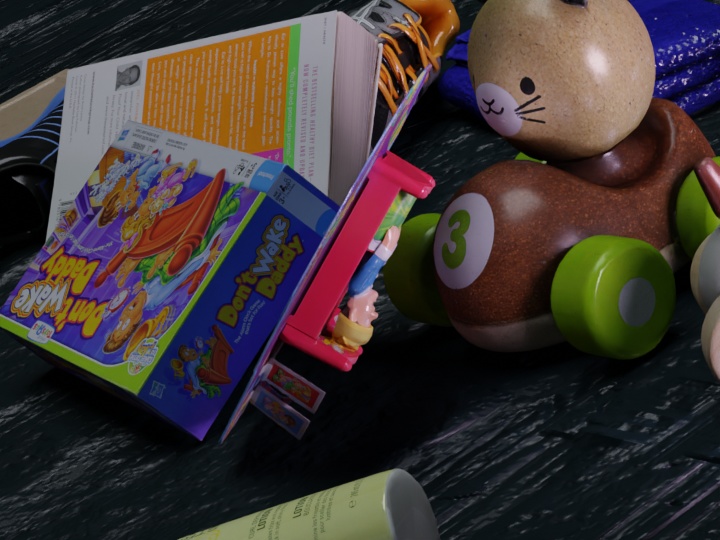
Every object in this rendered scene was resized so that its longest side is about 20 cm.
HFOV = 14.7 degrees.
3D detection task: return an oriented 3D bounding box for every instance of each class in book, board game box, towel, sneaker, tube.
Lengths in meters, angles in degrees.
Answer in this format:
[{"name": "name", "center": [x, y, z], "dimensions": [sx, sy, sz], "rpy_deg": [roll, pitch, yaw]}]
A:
[{"name": "book", "center": [-0.088, -0.062, 1.573], "dimensions": [0.199, 0.048, 0.134], "rpy_deg": [-7, 67, 33]}, {"name": "board game box", "center": [-0.102, 0.000, 1.433], "dimensions": [0.135, 0.045, 0.200], "rpy_deg": [-57, 28, -8]}, {"name": "towel", "center": [0.137, -0.125, 1.594], "dimensions": [0.147, 0.050, 0.200], "rpy_deg": [-27, 20, -12]}, {"name": "sneaker", "center": [-0.187, -0.065, 1.758], "dimensions": [0.200, 0.070, 0.078], "rpy_deg": [-31, 35, -24]}, {"name": "tube", "center": [-0.065, 0.131, 1.146], "dimensions": [0.199, 0.052, 0.058], "rpy_deg": [-19, -21, 22]}, {"name": "sneaker", "center": [0.008, -0.120, 1.654], "dimensions": [0.077, 0.078, 0.200], "rpy_deg": [-25, 18, 20]}, {"name": "board game box", "center": [0.000, 0.000, 1.285], "dimensions": [0.158, 0.039, 0.200], "rpy_deg": [-60, -1, -36]}]

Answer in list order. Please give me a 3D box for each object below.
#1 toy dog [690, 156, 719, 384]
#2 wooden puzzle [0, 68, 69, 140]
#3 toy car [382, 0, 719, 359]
[{"name": "toy dog", "center": [0.219, -0.026, 1.186], "dimensions": [0.199, 0.097, 0.132], "rpy_deg": [-27, 21, -14]}, {"name": "wooden puzzle", "center": [-0.236, -0.081, 1.890], "dimensions": [0.185, 0.037, 0.200], "rpy_deg": [-31, 17, -24]}, {"name": "toy car", "center": [0.082, -0.078, 1.304], "dimensions": [0.157, 0.201, 0.164], "rpy_deg": [-32, 22, -28]}]
